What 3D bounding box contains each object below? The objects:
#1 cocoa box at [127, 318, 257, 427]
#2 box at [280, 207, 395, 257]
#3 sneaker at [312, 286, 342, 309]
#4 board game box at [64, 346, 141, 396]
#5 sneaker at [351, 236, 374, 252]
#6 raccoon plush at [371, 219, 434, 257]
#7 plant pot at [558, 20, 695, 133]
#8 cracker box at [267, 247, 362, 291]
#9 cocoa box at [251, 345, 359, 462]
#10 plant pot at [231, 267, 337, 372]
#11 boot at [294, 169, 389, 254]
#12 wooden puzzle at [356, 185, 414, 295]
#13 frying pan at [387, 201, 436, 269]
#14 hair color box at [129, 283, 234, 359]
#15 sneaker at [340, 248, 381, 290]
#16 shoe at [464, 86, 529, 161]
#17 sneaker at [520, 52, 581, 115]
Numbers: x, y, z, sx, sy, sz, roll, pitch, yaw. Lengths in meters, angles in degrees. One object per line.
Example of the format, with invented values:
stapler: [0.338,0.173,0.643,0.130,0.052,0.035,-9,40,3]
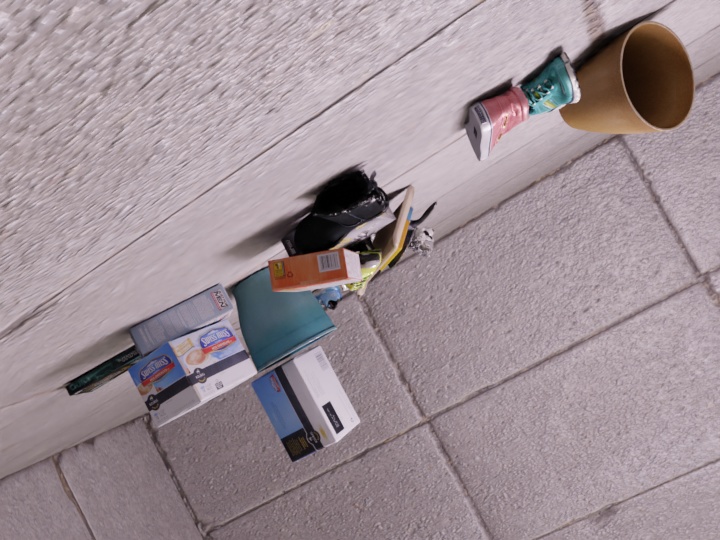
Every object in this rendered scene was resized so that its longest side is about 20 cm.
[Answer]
cocoa box: [-0.331,0.199,1.630,0.133,0.132,0.200,-32,175,28]
box: [-0.038,-0.079,1.572,0.158,0.049,0.200,-32,170,21]
sneaker: [-0.125,0.104,2.831,0.078,0.090,0.200,-26,175,-32]
board game box: [-0.558,0.221,1.870,0.199,0.028,0.135,-30,176,-2]
sneaker: [-0.021,-0.059,1.783,0.087,0.076,0.200,-23,-178,0]
raccoon plush: [0.090,-0.065,2.069,0.199,0.135,0.097,-31,176,14]
plant pot: [0.455,-0.319,1.467,0.186,0.187,0.200,-26,-172,-30]
cracker box: [-0.076,0.001,1.467,0.133,0.058,0.200,-10,176,6]
cocoa box: [-0.121,0.293,1.815,0.131,0.201,0.133,-31,176,26]
plant pot: [-0.181,0.093,1.801,0.199,0.189,0.200,-28,175,-2]
boot: [-0.043,-0.095,1.361,0.197,0.074,0.162,-27,172,10]
wooden puzzle: [0.060,-0.061,1.770,0.200,0.037,0.186,-56,-169,46]
frying pan: [0.099,-0.071,1.782,0.190,0.031,0.115,-46,-160,60]
hair color box: [-0.357,0.104,1.644,0.199,0.061,0.099,-27,175,-19]
sneaker: [0.000,0.000,1.685,0.075,0.077,0.200,-9,179,-15]
shoe: [0.231,-0.246,1.384,0.091,0.072,0.200,-24,171,2]
sneaker: [0.307,-0.295,1.354,0.079,0.078,0.200,-20,174,-6]
